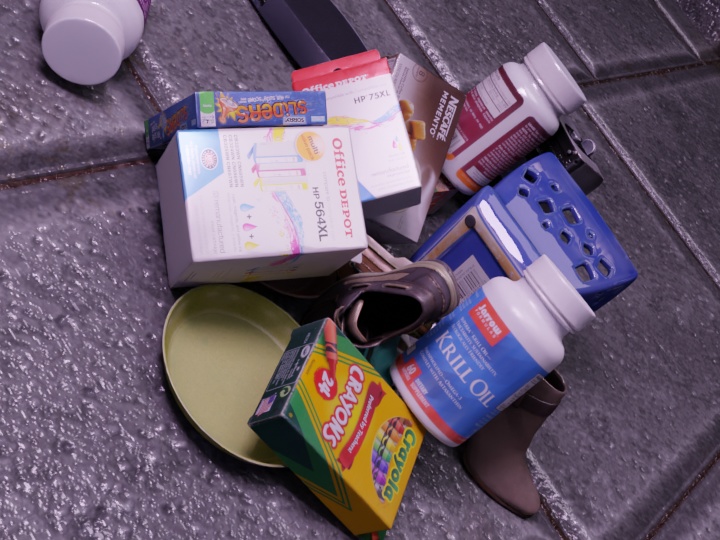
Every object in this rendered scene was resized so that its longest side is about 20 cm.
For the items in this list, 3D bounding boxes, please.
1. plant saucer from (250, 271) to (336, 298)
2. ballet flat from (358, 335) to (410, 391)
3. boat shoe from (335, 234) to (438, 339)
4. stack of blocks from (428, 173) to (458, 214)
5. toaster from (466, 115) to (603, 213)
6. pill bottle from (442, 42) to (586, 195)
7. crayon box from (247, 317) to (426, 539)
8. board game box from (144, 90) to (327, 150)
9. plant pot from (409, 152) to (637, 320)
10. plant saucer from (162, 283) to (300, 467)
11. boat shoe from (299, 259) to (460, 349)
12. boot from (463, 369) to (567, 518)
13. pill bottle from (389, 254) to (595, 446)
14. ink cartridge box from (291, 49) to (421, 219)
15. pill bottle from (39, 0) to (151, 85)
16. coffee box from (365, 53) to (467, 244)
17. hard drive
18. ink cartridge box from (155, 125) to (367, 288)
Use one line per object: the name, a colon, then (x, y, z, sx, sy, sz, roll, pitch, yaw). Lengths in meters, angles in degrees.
plant saucer: (-0.103, -0.046, 1.201, 0.199, 0.037, 0.202, 28, 40, -26)
ballet flat: (0.019, 0.089, 1.186, 0.070, 0.067, 0.201, 47, 37, -23)
boat shoe: (0.000, 0.000, 1.158, 0.199, 0.068, 0.072, 31, -5, 22)
stack of blocks: (0.034, -0.168, 1.447, 0.115, 0.059, 0.201, -13, 67, -52)
toaster: (0.225, -0.159, 1.541, 0.118, 0.199, 0.182, 16, 44, -53)
pill bottle: (0.189, -0.201, 1.427, 0.114, 0.199, 0.115, 46, 20, -22)
crayon box: (-0.008, 0.161, 1.041, 0.200, 0.051, 0.127, 50, 41, -24)
board game box: (-0.133, -0.153, 1.112, 0.134, 0.200, 0.035, -5, 92, -24)
plant pot: (0.185, -0.002, 1.340, 0.179, 0.200, 0.201, -21, 73, -46)
plant saucer: (-0.112, 0.105, 1.050, 0.199, 0.031, 0.201, 29, 40, -27)
boat shoe: (0.005, 0.040, 1.085, 0.073, 0.199, 0.075, -27, 93, -52)
boot: (0.172, 0.166, 1.197, 0.200, 0.146, 0.070, 47, 32, -2)
pill bottle: (0.136, 0.078, 1.104, 0.112, 0.200, 0.112, 47, 10, -11)
ink cartridge box: (-0.009, -0.163, 1.233, 0.067, 0.115, 0.202, 77, -1, -75)
pill bottle: (-0.286, -0.295, 1.177, 0.112, 0.112, 0.201, 28, 39, -26)
coffee box: (0.038, -0.147, 1.325, 0.114, 0.079, 0.202, 27, 76, -29)
hard drive: (-0.064, -0.336, 1.505, 0.134, 0.042, 0.201, -13, 62, -52)
ink cartridge box: (-0.088, -0.064, 1.068, 0.198, 0.125, 0.130, -5, 80, -21)
